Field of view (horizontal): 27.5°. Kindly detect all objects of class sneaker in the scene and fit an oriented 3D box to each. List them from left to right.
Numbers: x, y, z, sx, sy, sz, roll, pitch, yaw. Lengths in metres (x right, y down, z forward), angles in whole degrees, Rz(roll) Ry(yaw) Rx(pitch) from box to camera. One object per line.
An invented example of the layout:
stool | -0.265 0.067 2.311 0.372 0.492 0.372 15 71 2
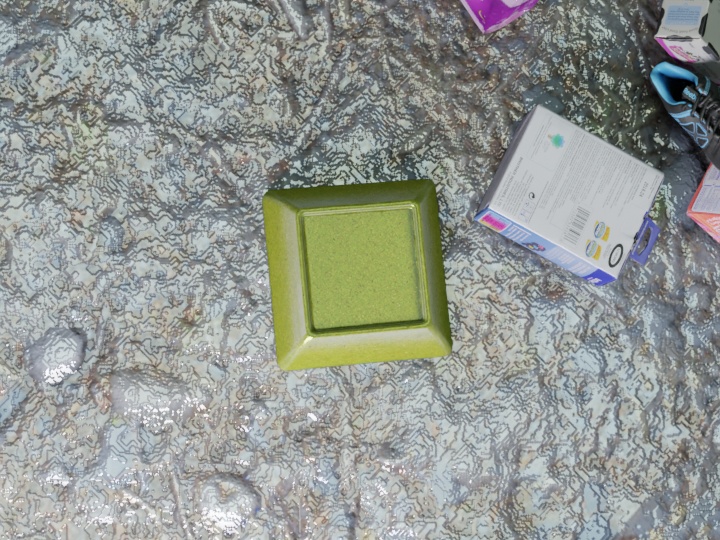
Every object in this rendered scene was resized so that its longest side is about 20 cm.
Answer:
sneaker | 0.389 -0.164 1.626 0.082 0.200 0.073 31 102 -41

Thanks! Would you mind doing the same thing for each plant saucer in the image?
plant saucer | 0.000 0.000 1.613 0.197 0.048 0.202 -5 83 -9

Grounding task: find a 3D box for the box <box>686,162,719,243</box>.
box | 0.469 -0.121 1.663 0.094 0.102 0.201 35 77 -30

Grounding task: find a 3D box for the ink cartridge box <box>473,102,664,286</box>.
ink cartridge box | 0.247 -0.074 1.647 0.199 0.076 0.137 28 80 -3

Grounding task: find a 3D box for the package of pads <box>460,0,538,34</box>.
package of pads | 0.127 -0.373 1.644 0.075 0.120 0.201 -32 88 -17

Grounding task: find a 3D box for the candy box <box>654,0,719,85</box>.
candy box | 0.406 -0.328 1.675 0.061 0.136 0.202 7 77 36
